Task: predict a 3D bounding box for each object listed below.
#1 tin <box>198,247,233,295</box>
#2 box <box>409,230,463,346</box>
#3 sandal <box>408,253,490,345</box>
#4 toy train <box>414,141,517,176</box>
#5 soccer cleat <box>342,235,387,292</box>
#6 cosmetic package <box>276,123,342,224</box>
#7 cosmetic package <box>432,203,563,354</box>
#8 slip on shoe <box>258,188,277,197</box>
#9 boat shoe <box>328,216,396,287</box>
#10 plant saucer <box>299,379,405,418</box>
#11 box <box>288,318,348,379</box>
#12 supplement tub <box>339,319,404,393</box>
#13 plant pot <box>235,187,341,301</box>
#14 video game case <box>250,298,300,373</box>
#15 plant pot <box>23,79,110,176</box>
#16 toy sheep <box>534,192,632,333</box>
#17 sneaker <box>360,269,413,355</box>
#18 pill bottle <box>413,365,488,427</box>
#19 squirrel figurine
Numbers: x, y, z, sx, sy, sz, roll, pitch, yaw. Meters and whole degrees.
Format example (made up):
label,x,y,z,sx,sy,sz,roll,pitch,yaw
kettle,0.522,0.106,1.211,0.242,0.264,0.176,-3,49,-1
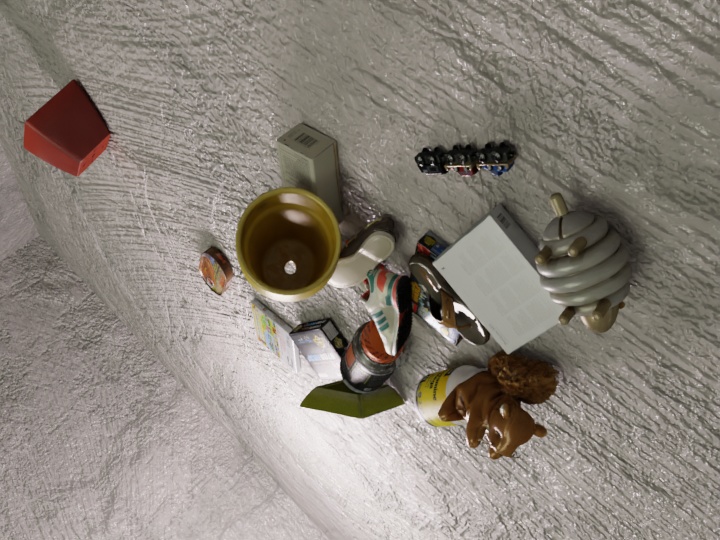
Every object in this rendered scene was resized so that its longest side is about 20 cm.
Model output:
label,x,y,z,sx,sy,sz,roll,pitch,yaw
tin,-0.435,0.003,2.052,0.113,0.042,0.200,51,151,7
box,0.154,0.037,1.274,0.136,0.040,0.202,38,149,22
sandal,0.148,0.059,1.210,0.201,0.054,0.082,51,151,-1
toy train,0.159,-0.166,1.042,0.198,0.034,0.046,8,135,51
soccer cleat,0.000,0.000,1.425,0.200,0.069,0.078,43,157,25
cosmetic package,-0.098,-0.174,1.347,0.102,0.073,0.203,31,146,28
cosmetic package,0.232,0.018,1.099,0.201,0.052,0.150,50,133,0
slip on shoe,-0.183,-0.133,1.463,0.200,0.059,0.076,95,170,-86
boat shoe,0.000,-0.033,1.332,0.071,0.061,0.199,29,137,-21
plant saucer,-0.019,0.309,1.683,0.196,0.198,0.049,2,92,36
box,-0.095,0.211,1.809,0.161,0.046,0.198,56,150,-11
supplement tub,0.027,0.192,1.543,0.122,0.122,0.201,44,151,9
plant pot,-0.138,-0.030,1.319,0.201,0.201,0.189,44,165,8
video game case,-0.252,0.197,2.037,0.180,0.023,0.203,35,148,25
plant pot,-0.864,-0.404,2.035,0.176,0.201,0.199,43,152,-12
toy sheep,0.301,-0.009,0.928,0.136,0.136,0.204,-3,112,54
sneaker,0.049,0.078,1.345,0.092,0.070,0.203,21,137,25
pill bottle,0.199,0.256,1.388,0.113,0.112,0.199,51,150,-5
squirrel figurine,0.256,0.232,1.194,0.140,0.202,0.187,35,174,-6
